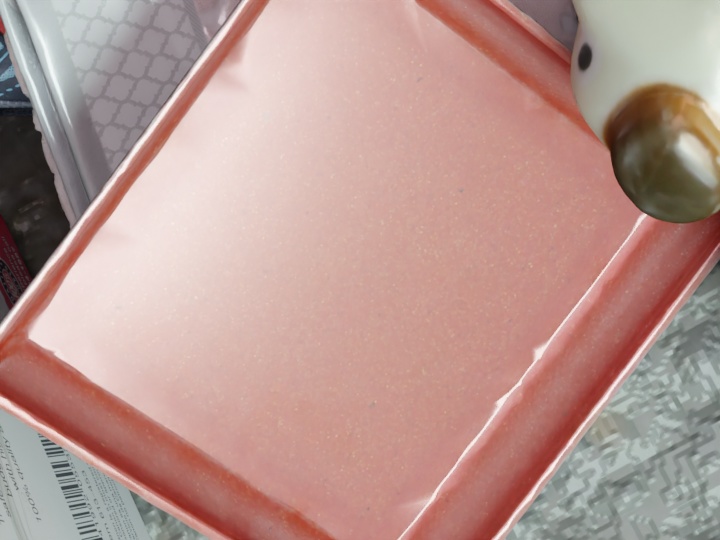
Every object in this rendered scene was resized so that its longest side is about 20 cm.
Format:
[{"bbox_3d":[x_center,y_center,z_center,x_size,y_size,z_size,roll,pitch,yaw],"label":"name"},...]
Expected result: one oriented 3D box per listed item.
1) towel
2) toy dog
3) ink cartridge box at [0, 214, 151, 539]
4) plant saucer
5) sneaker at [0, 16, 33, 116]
[{"bbox_3d":[-0.027,-0.098,0.972,0.190,0.032,0.201,-24,107,-12],"label":"towel"},{"bbox_3d":[0.155,-0.096,0.896,0.199,0.140,0.194,-24,121,24],"label":"toy dog"},{"bbox_3d":[-0.155,0.057,0.940,0.084,0.200,0.145,-27,83,11],"label":"ink cartridge box"},{"bbox_3d":[0.000,0.000,0.967,0.199,0.037,0.200,35,96,-28],"label":"plant saucer"},{"bbox_3d":[-0.136,-0.090,1.014,0.199,0.079,0.096,32,92,8],"label":"sneaker"}]
